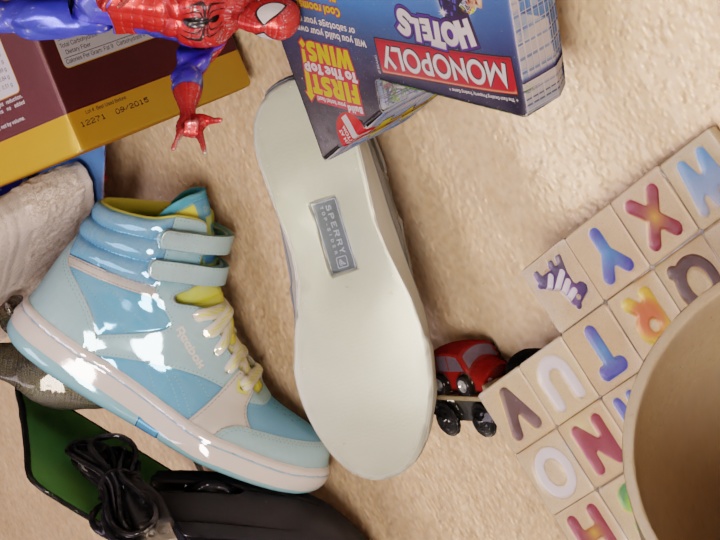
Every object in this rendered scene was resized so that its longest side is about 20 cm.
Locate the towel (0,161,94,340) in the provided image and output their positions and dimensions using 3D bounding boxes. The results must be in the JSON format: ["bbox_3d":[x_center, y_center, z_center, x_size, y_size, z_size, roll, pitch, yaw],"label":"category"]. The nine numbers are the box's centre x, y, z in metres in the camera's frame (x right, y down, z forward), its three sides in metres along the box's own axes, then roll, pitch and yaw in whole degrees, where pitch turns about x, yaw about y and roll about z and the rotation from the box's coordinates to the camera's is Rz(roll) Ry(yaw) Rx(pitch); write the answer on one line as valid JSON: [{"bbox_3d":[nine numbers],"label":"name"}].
[{"bbox_3d":[-0.233,0.012,1.353,0.035,0.132,0.200,54,153,11],"label":"towel"}]

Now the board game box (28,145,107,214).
[{"bbox_3d":[-0.190,-0.095,1.359,0.158,0.039,0.200,42,149,23],"label":"board game box"}]

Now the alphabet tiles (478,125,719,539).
[{"bbox_3d":[0.134,0.055,0.984,0.200,0.008,0.167,-40,79,46],"label":"alphabet tiles"}]

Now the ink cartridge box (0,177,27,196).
[{"bbox_3d":[-0.301,0.016,1.396,0.043,0.198,0.200,52,154,20],"label":"ink cartridge box"}]

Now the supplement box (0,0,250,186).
[{"bbox_3d":[-0.200,-0.147,1.185,0.197,0.133,0.201,-17,97,41],"label":"supplement box"}]

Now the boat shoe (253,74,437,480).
[{"bbox_3d":[-0.001,0.000,1.116,0.070,0.072,0.202,-11,96,16],"label":"boat shoe"}]

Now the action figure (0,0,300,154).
[{"bbox_3d":[-0.126,-0.108,0.992,0.099,0.199,0.065,-90,5,-57],"label":"action figure"}]

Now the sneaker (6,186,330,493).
[{"bbox_3d":[-0.083,0.031,1.261,0.200,0.131,0.080,29,-172,-6],"label":"sneaker"}]

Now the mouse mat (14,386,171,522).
[{"bbox_3d":[-0.130,0.131,1.311,0.161,0.008,0.200,33,-173,-16],"label":"mouse mat"}]

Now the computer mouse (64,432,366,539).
[{"bbox_3d":[-0.059,0.142,1.252,0.053,0.200,0.139,-59,27,8],"label":"computer mouse"}]

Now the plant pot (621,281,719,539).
[{"bbox_3d":[0.194,0.123,0.845,0.187,0.187,0.200,39,154,34],"label":"plant pot"}]

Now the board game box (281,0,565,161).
[{"bbox_3d":[0.018,-0.140,0.993,0.200,0.062,0.200,20,130,48],"label":"board game box"}]

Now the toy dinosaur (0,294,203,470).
[{"bbox_3d":[-0.160,0.049,1.335,0.077,0.199,0.102,-59,35,26],"label":"toy dinosaur"}]

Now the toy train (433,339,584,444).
[{"bbox_3d":[0.054,0.056,1.115,0.200,0.034,0.046,-2,109,56],"label":"toy train"}]
